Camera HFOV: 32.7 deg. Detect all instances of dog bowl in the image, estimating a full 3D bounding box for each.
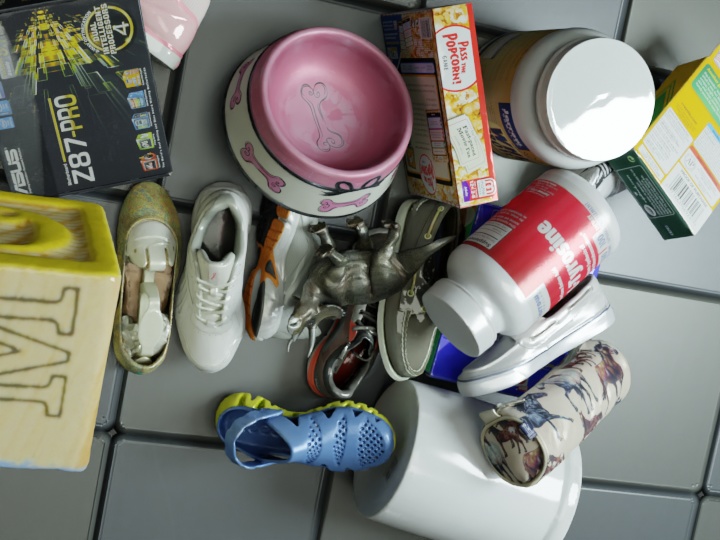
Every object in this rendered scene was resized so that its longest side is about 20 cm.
[{"bbox_3d":[-0.035,-0.158,1.246,0.200,0.074,0.200,8,69,-21],"label":"dog bowl"}]

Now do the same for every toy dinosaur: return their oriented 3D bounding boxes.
[{"bbox_3d":[0.000,0.000,1.269,0.200,0.077,0.102,-21,124,-16],"label":"toy dinosaur"}]

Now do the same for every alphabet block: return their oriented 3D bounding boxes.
[{"bbox_3d":[-0.341,0.049,1.138,0.196,0.195,0.200,6,112,-21],"label":"alphabet block"}]

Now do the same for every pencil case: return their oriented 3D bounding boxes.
[{"bbox_3d":[0.209,0.143,1.301,0.200,0.078,0.089,-33,103,-43],"label":"pencil case"}]

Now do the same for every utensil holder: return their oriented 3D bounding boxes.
[{"bbox_3d":[0.114,0.221,1.355,0.200,0.170,0.170,20,92,-17],"label":"utensil holder"}]

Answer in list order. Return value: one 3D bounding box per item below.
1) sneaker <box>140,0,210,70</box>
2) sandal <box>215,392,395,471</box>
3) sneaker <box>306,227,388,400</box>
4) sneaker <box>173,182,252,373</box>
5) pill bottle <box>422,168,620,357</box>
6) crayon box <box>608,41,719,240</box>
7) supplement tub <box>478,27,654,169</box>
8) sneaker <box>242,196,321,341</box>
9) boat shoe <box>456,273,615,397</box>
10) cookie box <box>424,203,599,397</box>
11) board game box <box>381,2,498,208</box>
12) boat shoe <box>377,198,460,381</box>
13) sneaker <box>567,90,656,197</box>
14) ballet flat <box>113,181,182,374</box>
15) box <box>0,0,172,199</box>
[{"bbox_3d":[-0.235,-0.293,1.198,0.200,0.075,0.105,34,92,-28],"label":"sneaker"},{"bbox_3d":[-0.063,0.181,1.291,0.200,0.087,0.080,1,104,9],"label":"sandal"},{"bbox_3d":[0.009,0.053,1.333,0.077,0.082,0.200,18,93,-20],"label":"sneaker"},{"bbox_3d":[-0.154,0.010,1.259,0.078,0.099,0.200,3,95,-5],"label":"sneaker"},{"bbox_3d":[0.164,-0.006,1.272,0.200,0.112,0.112,-40,109,-16],"label":"pill bottle"},{"bbox_3d":[0.372,-0.146,1.372,0.200,0.052,0.126,-47,109,-26],"label":"crayon box"},{"bbox_3d":[0.206,-0.183,1.298,0.144,0.200,0.144,-3,100,-18],"label":"supplement tub"},{"bbox_3d":[-0.062,-0.019,1.311,0.092,0.076,0.200,8,104,-27],"label":"sneaker"},{"bbox_3d":[0.181,0.068,1.326,0.200,0.074,0.065,-29,102,-22],"label":"boat shoe"},{"bbox_3d":[0.164,0.035,1.386,0.171,0.075,0.200,15,94,-21],"label":"cookie box"},{"bbox_3d":[0.080,-0.174,1.284,0.046,0.151,0.200,-13,103,-16],"label":"board game box"},{"bbox_3d":[0.066,0.019,1.316,0.072,0.060,0.202,23,70,-49],"label":"boat shoe"},{"bbox_3d":[0.305,-0.109,1.398,0.115,0.075,0.200,43,70,-20],"label":"sneaker"},{"bbox_3d":[-0.217,0.010,1.259,0.071,0.071,0.200,4,97,-19],"label":"ballet flat"},{"bbox_3d":[-0.277,-0.172,1.177,0.161,0.049,0.200,-11,123,-9],"label":"box"}]
